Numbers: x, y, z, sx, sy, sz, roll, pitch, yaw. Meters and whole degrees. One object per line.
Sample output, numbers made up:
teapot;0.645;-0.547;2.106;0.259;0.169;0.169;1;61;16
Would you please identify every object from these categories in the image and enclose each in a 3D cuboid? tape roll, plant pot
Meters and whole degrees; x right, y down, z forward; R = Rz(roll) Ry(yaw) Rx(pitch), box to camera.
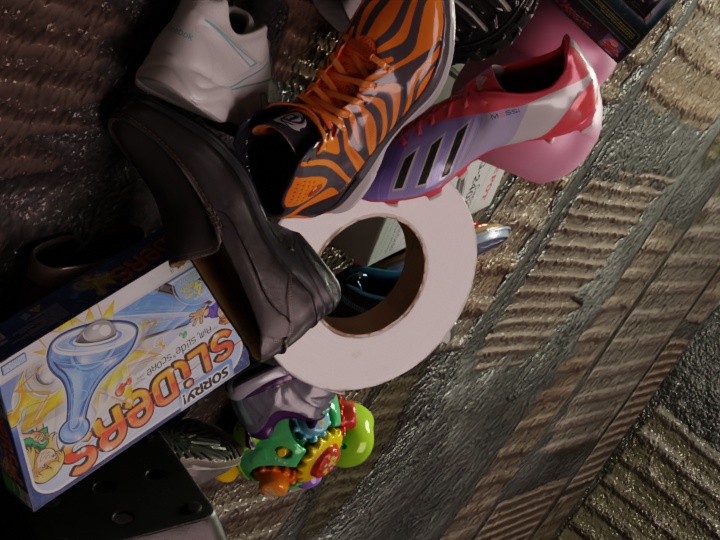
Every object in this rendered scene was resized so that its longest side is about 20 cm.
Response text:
tape roll;0.000;0.000;1.193;0.201;0.037;0.204;-12;117;-23
plant pot;-0.196;0.242;1.161;0.199;0.199;0.179;-10;120;-26

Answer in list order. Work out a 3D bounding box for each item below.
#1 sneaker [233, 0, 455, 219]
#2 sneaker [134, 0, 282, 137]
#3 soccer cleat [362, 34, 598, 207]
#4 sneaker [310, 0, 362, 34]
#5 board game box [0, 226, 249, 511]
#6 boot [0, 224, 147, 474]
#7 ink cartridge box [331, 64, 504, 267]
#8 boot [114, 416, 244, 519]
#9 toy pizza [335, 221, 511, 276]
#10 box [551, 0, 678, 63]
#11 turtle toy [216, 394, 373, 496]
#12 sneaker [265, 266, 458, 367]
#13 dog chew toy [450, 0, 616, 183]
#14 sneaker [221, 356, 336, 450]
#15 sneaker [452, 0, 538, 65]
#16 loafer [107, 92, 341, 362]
sneaker;-0.012;-0.112;0.978;0.112;0.077;0.201;-16;138;-56
sneaker;-0.082;-0.132;1.014;0.081;0.070;0.200;-68;163;-2
soccer cleat;0.079;-0.111;1.096;0.199;0.067;0.077;-20;133;9
sneaker;0.004;-0.235;1.015;0.105;0.075;0.200;-46;166;-3
board game box;-0.167;0.058;1.024;0.200;0.034;0.136;-34;138;-32
boot;-0.223;0.050;1.032;0.200;0.070;0.147;-32;145;-43
ink cartridge box;0.057;-0.108;1.309;0.199;0.083;0.146;-27;147;-46
boot;-0.208;0.233;1.327;0.181;0.072;0.201;1;118;-47
toy pizza;0.047;-0.011;1.409;0.199;0.032;0.200;-21;175;-2
box;0.171;-0.276;1.124;0.137;0.200;0.038;-47;-178;-10
turtle toy;-0.055;0.159;1.476;0.146;0.101;0.200;-58;158;15
sneaker;-0.017;0.031;1.305;0.074;0.198;0.082;-83;159;-49
dog chew toy;0.150;-0.175;1.186;0.124;0.124;0.201;7;105;-65
sneaker;-0.031;0.093;1.382;0.199;0.074;0.088;-21;115;-13
sneaker;0.059;-0.183;1.097;0.200;0.074;0.080;-33;-157;42
loafer;-0.100;-0.029;0.977;0.072;0.200;0.073;-47;-172;-27
